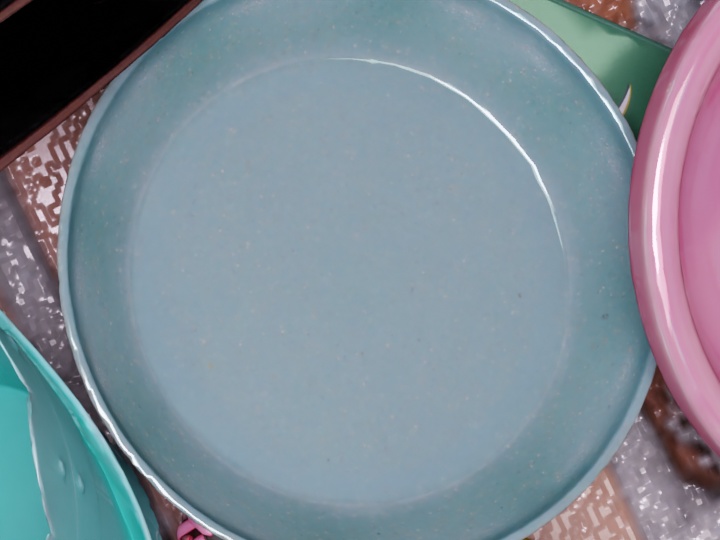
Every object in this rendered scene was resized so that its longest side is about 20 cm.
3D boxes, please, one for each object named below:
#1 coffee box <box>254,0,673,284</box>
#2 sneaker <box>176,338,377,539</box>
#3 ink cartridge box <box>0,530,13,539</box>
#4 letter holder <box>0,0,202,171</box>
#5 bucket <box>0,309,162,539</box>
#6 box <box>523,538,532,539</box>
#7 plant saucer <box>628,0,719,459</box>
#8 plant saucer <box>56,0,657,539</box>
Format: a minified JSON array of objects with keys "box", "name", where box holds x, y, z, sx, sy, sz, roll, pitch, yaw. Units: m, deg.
[{"box":[0.025,-0.048,0.833,0.199,0.044,0.124,25,89,-4],"name":"coffee box"},{"box":[-0.036,0.112,0.808,0.095,0.079,0.201,-22,92,-20],"name":"sneaker"},{"box":[-0.147,0.193,0.834,0.094,0.037,0.201,33,87,-5],"name":"ink cartridge box"},{"box":[-0.104,-0.094,0.703,0.141,0.200,0.101,-4,119,36],"name":"letter holder"},{"box":[-0.162,0.101,0.748,0.205,0.135,0.209,-6,71,17],"name":"bucket"},{"box":[0.080,0.140,0.764,0.070,0.200,0.065,24,90,-4],"name":"box"},{"box":[0.172,-0.017,0.775,0.199,0.051,0.202,-1,94,-20],"name":"plant saucer"},{"box":[0.000,0.000,0.776,0.198,0.036,0.202,2,78,-11],"name":"plant saucer"}]
